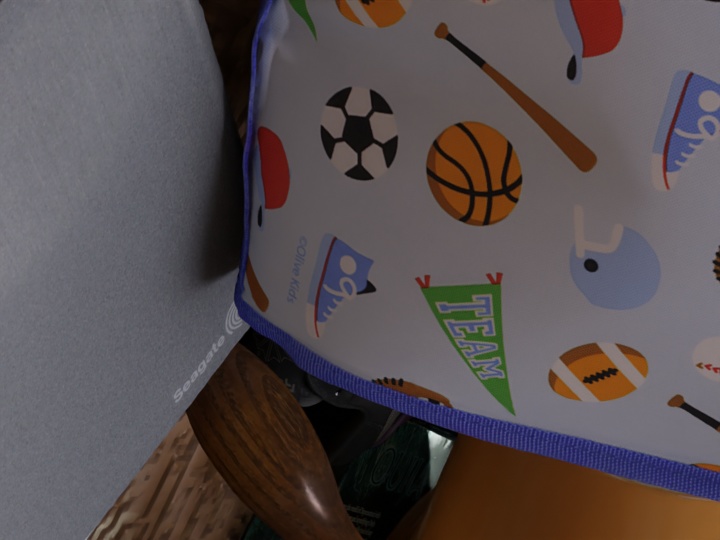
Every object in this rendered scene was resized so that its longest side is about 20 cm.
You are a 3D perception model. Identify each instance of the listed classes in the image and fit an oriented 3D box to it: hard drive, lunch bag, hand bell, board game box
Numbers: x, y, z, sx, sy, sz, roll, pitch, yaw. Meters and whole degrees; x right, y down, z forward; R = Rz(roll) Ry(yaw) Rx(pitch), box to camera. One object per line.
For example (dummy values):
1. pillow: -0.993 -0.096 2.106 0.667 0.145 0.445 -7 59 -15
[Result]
1. hard drive: -0.085 -0.004 0.566 0.140 0.033 0.200 -53 156 -21
2. lunch bag: 0.070 -0.043 0.579 0.124 0.199 0.171 -72 171 -58
3. hand bell: 0.002 0.099 0.685 0.104 0.200 0.104 -33 -179 1
4. board game box: 0.000 0.120 0.891 0.136 0.028 0.200 -63 158 -2

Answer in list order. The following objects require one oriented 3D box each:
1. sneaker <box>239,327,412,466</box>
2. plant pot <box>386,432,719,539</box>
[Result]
1. sneaker: 0.000 0.000 0.705 0.088 0.076 0.200 -47 154 -21
2. plant pot: 0.103 0.101 0.793 0.200 0.200 0.184 -41 149 -41
